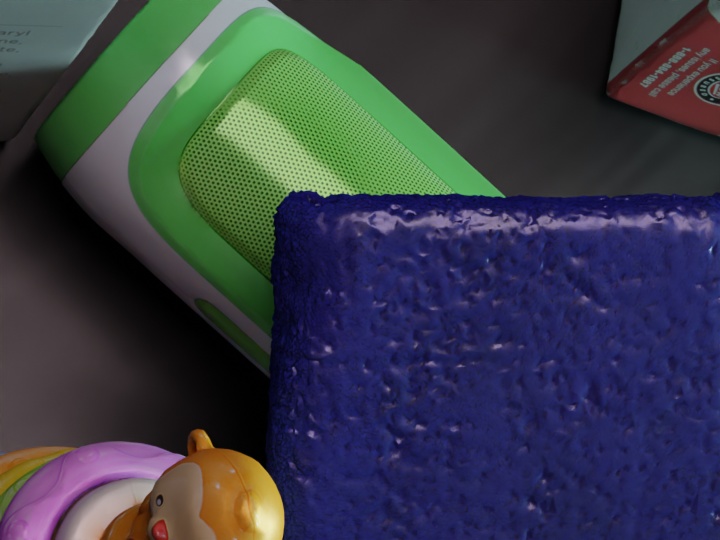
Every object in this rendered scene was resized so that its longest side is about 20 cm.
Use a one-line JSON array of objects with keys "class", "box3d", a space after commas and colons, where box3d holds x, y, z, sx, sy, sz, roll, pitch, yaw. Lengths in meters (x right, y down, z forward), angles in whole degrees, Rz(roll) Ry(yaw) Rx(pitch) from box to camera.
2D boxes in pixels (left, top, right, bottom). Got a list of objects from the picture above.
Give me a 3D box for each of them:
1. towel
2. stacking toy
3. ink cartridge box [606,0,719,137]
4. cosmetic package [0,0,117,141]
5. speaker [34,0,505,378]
[{"class": "towel", "box3d": [0.041, 0.074, 0.825, 0.148, 0.050, 0.200, 0, 102, -12]}, {"class": "stacking toy", "box3d": [-0.064, 0.085, 0.758, 0.110, 0.200, 0.116, -4, 75, -23]}, {"class": "ink cartridge box", "box3d": [0.204, -0.085, 0.954, 0.200, 0.147, 0.083, 19, 65, -16]}, {"class": "cosmetic package", "box3d": [-0.152, -0.146, 0.800, 0.166, 0.200, 0.167, 2, 73, -21]}, {"class": "speaker", "box3d": [0.000, 0.000, 0.878, 0.200, 0.088, 0.088, 42, 63, -4]}]
